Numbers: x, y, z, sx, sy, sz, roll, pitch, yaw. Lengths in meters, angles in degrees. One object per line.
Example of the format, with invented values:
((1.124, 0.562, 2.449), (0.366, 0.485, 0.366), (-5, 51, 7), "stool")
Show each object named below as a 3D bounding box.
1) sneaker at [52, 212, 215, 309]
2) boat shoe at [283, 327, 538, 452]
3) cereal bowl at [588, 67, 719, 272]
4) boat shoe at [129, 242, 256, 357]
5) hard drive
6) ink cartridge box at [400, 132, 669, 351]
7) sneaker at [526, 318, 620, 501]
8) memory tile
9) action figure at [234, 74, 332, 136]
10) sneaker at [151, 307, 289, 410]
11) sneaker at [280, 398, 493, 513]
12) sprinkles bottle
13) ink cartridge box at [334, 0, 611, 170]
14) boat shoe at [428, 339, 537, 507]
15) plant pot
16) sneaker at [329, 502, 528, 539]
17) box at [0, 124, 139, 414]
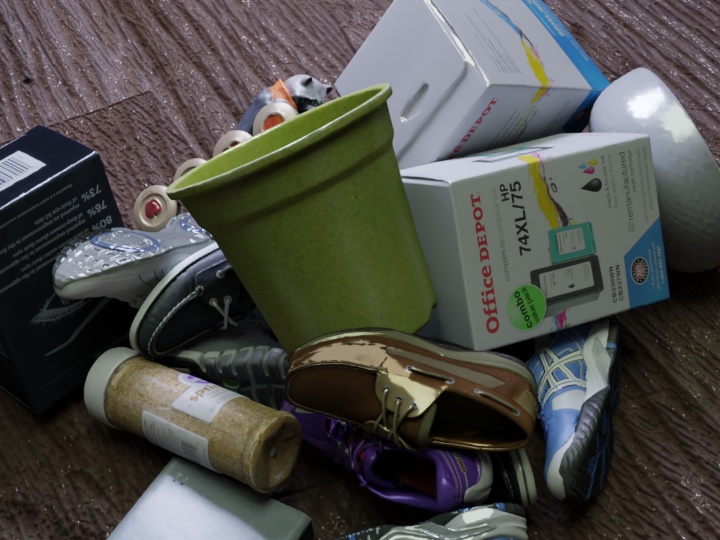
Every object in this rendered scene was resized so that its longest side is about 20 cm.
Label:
((-0.183, 0.006, 1.142), (0.074, 0.088, 0.199), (26, 25, 38), "sneaker")
((0.041, 0.096, 0.981), (0.197, 0.076, 0.074), (5, 34, -4), "boat shoe")
((0.268, -0.082, 1.206), (0.083, 0.201, 0.201), (-27, 45, 1), "cereal bowl")
((-0.113, 0.012, 1.135), (0.060, 0.076, 0.200), (37, 69, 26), "boat shoe")
((-0.145, 0.248, 1.007), (0.138, 0.033, 0.200), (19, 48, 23), "hard drive")
((0.140, -0.029, 1.130), (0.198, 0.149, 0.146), (-14, 11, -22), "ink cartridge box")
((0.172, 0.116, 1.083), (0.076, 0.077, 0.201), (2, 33, 17), "sneaker")
((-0.117, -0.054, 1.233), (0.199, 0.017, 0.155), (-32, 72, 14), "memory tile")
((-0.094, -0.109, 1.279), (0.194, 0.104, 0.200), (-52, 32, 6), "action figure")
((-0.081, 0.065, 1.166), (0.197, 0.076, 0.116), (8, 42, 16), "sneaker")
((0.010, 0.134, 1.031), (0.198, 0.082, 0.083), (18, 16, 34), "sneaker")
((-0.142, 0.123, 1.085), (0.198, 0.069, 0.068), (17, 47, 34), "sprinkles bottle")
((0.109, -0.173, 1.249), (0.199, 0.148, 0.145), (-5, 53, -46), "ink cartridge box")
((0.081, 0.133, 1.080), (0.062, 0.075, 0.200), (-26, 42, -14), "boat shoe")
((-0.030, -0.025, 1.053), (0.198, 0.186, 0.201), (-23, 12, 5), "plant pot")
((0.033, 0.231, 0.974), (0.197, 0.076, 0.078), (-15, 72, 11), "sneaker")
((-0.287, -0.001, 1.159), (0.147, 0.202, 0.104), (-35, 40, -30), "box")
